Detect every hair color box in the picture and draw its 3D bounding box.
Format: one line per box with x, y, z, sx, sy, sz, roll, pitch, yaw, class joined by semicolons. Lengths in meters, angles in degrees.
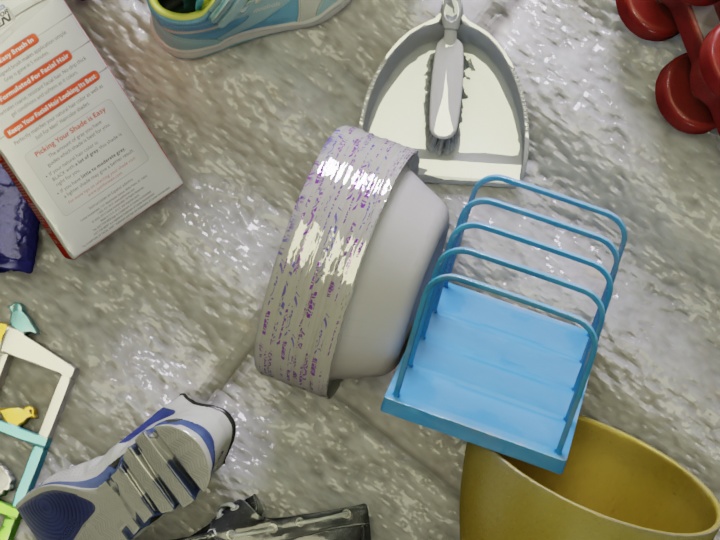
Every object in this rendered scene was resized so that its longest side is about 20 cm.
-0.243;-0.122;1.477;0.111;0.064;0.201;-35;101;-12;hair color box

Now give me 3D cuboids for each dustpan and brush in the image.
0.071;-0.174;1.495;0.138;0.057;0.202;4;84;5;dustpan and brush

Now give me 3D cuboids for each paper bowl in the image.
0.000;0.000;1.412;0.104;0.201;0.202;20;86;5;paper bowl

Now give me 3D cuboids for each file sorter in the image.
0.114;0.031;1.385;0.138;0.200;0.123;18;118;6;file sorter

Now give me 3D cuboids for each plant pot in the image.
0.153;0.207;1.402;0.199;0.200;0.143;23;106;6;plant pot

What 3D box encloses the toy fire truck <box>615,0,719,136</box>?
0.310;-0.203;1.467;0.167;0.112;0.201;-20;84;-17;toy fire truck

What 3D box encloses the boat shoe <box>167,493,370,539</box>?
-0.090;0.210;1.463;0.198;0.072;0.068;-2;86;1;boat shoe

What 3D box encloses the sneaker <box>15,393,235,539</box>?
-0.166;0.161;1.470;0.199;0.115;0.081;-30;93;30;sneaker

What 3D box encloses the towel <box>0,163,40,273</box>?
-0.328;-0.099;1.527;0.146;0.050;0.202;6;84;-2;towel

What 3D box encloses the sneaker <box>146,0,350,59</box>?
-0.080;-0.234;1.478;0.199;0.131;0.080;-25;82;1;sneaker

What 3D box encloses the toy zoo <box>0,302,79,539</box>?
-0.313;0.121;1.513;0.130;0.020;0.201;20;86;6;toy zoo
